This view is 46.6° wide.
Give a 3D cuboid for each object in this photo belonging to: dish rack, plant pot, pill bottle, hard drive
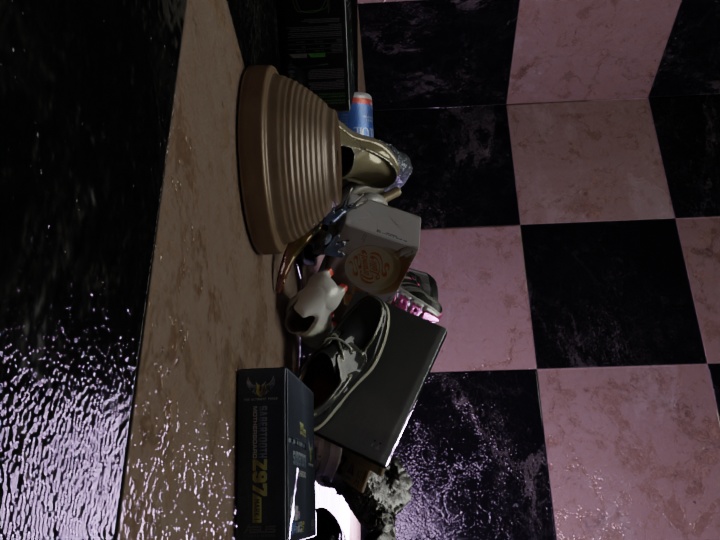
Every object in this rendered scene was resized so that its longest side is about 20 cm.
[{"bbox_3d":[-0.053,0.194,1.218,0.172,0.043,0.202,107,-16,-62],"label":"dish rack"},{"bbox_3d":[-0.069,-0.119,0.902,0.201,0.092,0.203,-1,90,-87],"label":"plant pot"},{"bbox_3d":[-0.030,-0.206,1.469,0.112,0.111,0.202,-58,145,-84],"label":"pill bottle"},{"bbox_3d":[0.014,0.141,1.116,0.201,0.139,0.033,-63,166,-19],"label":"hard drive"}]

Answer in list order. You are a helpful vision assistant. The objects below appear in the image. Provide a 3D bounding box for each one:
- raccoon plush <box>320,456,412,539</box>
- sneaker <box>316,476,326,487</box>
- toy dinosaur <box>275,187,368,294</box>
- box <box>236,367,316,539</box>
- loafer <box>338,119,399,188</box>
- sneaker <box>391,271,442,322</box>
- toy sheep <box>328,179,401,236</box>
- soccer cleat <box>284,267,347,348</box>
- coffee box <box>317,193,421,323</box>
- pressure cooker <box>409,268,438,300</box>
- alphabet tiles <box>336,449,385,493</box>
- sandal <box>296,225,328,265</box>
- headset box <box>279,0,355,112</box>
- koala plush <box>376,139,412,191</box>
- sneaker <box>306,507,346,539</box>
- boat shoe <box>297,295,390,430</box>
[{"bbox_3d":[-0.010,0.347,1.214,0.097,0.134,0.201,43,41,-16],"label":"raccoon plush"},{"bbox_3d":[-0.040,0.235,1.340,0.074,0.115,0.201,34,83,-46],"label":"sneaker"},{"bbox_3d":[-0.079,-0.086,1.079,0.181,0.199,0.106,30,-33,52],"label":"toy dinosaur"},{"bbox_3d":[-0.080,0.190,0.841,0.200,0.050,0.159,76,11,-74],"label":"box"},{"bbox_3d":[-0.019,-0.158,1.191,0.199,0.075,0.069,24,49,-40],"label":"loafer"},{"bbox_3d":[0.057,0.005,1.346,0.088,0.199,0.074,-53,171,-23],"label":"sneaker"},{"bbox_3d":[-0.021,-0.110,1.314,0.200,0.137,0.139,42,-28,35],"label":"toy sheep"},{"bbox_3d":[-0.070,0.062,1.100,0.069,0.077,0.200,45,-24,11],"label":"soccer cleat"},{"bbox_3d":[0.000,0.000,1.231,0.080,0.113,0.201,-82,-166,-50],"label":"coffee box"},{"bbox_3d":[0.018,0.068,1.453,0.176,0.198,0.180,-128,-126,-76],"label":"pressure cooker"},{"bbox_3d":[0.017,0.207,1.195,0.166,0.006,0.202,7,-104,66],"label":"alphabet tiles"},{"bbox_3d":[-0.069,-0.050,1.232,0.200,0.047,0.076,60,28,-85],"label":"sandal"},{"bbox_3d":[-0.058,-0.327,1.205,0.174,0.092,0.202,-85,173,-69],"label":"headset box"},{"bbox_3d":[-0.002,-0.139,1.612,0.177,0.182,0.202,73,26,-76],"label":"koala plush"},{"bbox_3d":[-0.051,0.412,1.129,0.201,0.069,0.100,-99,-179,-47],"label":"sneaker"},{"bbox_3d":[-0.026,0.113,1.076,0.201,0.071,0.068,-55,156,-18],"label":"boat shoe"}]
